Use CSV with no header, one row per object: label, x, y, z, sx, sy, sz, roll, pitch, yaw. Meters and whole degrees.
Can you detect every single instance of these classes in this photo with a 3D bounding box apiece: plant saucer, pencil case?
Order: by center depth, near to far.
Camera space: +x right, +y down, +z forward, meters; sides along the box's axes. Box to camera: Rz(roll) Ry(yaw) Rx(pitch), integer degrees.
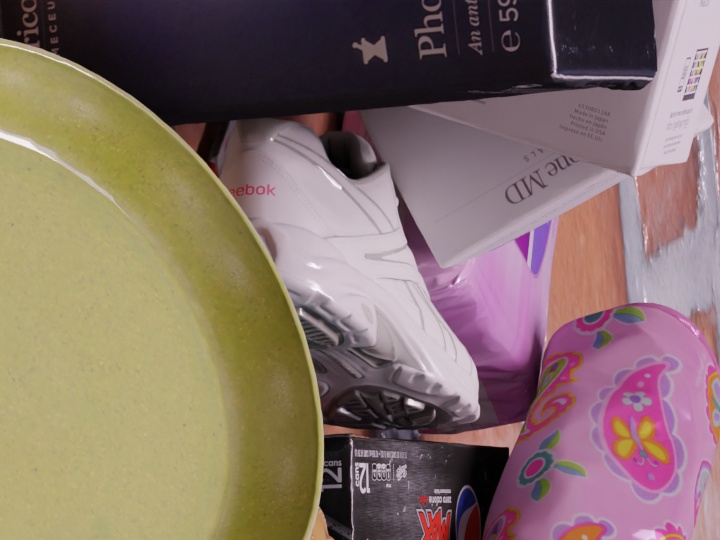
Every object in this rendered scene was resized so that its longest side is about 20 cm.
plant saucer,-0.095,0.025,0.876,0.199,0.031,0.201,27,46,-33
pencil case,0.093,0.103,1.213,0.201,0.087,0.088,-67,147,-44

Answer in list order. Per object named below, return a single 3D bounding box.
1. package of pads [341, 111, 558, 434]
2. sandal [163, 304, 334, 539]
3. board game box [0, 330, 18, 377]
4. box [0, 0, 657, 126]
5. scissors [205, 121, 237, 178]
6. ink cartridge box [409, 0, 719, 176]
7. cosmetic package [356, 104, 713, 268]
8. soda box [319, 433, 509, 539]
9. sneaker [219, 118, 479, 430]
package of pads,0.040,-0.042,1.295,0.121,0.075,0.201,60,32,-52
sandal,-0.037,0.112,0.952,0.081,0.054,0.202,14,73,-50
board game box,-0.093,0.118,0.950,0.126,0.034,0.202,-3,87,-70
box,-0.017,-0.152,0.983,0.123,0.197,0.202,-9,94,-67
scissors,-0.055,-0.040,1.121,0.073,0.014,0.201,53,39,-53
ink cartridge box,0.042,-0.148,1.071,0.084,0.199,0.177,-17,124,-69
cosmetic package,0.041,-0.115,1.167,0.201,0.112,0.081,61,21,6
soda box,0.003,0.104,1.182,0.200,0.063,0.071,12,76,-69
sneaker,0.000,0.000,1.140,0.200,0.077,0.100,48,43,-61
